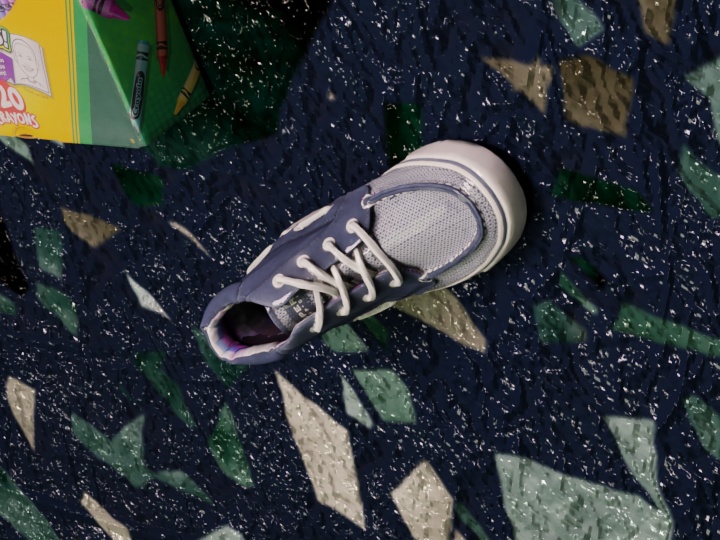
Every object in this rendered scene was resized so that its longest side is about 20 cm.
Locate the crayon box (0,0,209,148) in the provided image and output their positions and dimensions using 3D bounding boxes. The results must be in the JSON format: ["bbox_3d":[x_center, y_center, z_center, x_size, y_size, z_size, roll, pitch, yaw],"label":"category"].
[{"bbox_3d":[-0.184,-0.136,1.568,0.200,0.058,0.119,7,128,45],"label":"crayon box"}]

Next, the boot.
[{"bbox_3d":[0.000,0.000,1.462,0.073,0.090,0.200,54,146,-6],"label":"boot"}]
